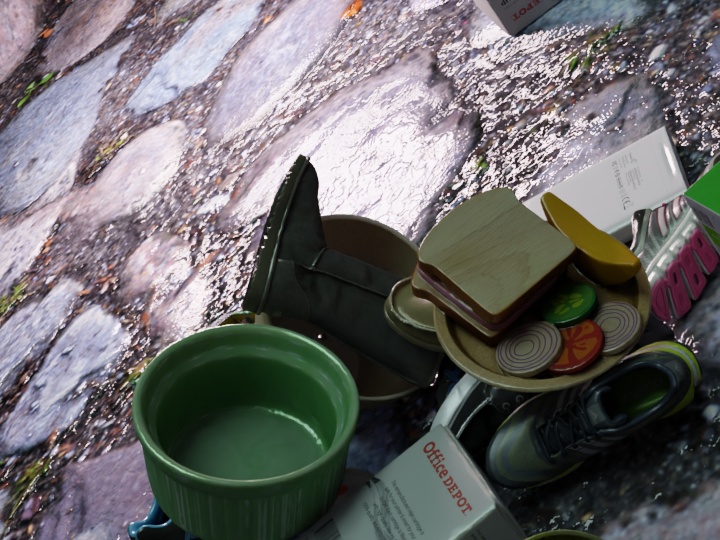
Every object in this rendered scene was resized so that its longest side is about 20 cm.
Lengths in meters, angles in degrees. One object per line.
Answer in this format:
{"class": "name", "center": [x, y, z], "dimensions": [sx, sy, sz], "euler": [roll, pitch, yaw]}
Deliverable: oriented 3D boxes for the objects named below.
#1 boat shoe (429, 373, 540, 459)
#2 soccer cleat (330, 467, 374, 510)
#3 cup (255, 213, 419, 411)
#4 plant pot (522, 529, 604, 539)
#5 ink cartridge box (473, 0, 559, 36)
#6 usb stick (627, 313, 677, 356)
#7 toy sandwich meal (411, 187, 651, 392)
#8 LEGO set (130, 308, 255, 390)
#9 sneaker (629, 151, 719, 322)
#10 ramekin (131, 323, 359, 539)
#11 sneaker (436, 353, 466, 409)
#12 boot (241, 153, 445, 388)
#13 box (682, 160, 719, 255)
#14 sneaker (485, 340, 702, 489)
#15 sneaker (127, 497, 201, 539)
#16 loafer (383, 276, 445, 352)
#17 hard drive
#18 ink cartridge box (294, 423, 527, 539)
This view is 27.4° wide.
{"class": "boat shoe", "center": [0.145, 0.111, 1.335], "dimensions": [0.200, 0.070, 0.066], "euler": [-42, 40, -18]}
{"class": "soccer cleat", "center": [-0.057, 0.212, 1.422], "dimensions": [0.199, 0.069, 0.078], "euler": [-20, 30, 36]}
{"class": "cup", "center": [-0.026, 0.065, 1.497], "dimensions": [0.201, 0.200, 0.143], "euler": [-61, 6, -35]}
{"class": "plant pot", "center": [0.090, 0.289, 1.050], "dimensions": [0.200, 0.187, 0.188], "euler": [-24, 28, 55]}
{"class": "ink cartridge box", "center": [0.185, -0.443, 1.934], "dimensions": [0.147, 0.200, 0.145], "euler": [-36, 30, 5]}
{"class": "usb stick", "center": [0.199, 0.016, 1.329], "dimensions": [0.055, 0.033, 0.200], "euler": [-23, 53, -35]}
{"class": "toy sandwich meal", "center": [0.145, 0.011, 1.240], "dimensions": [0.204, 0.070, 0.206], "euler": [-8, 48, 9]}
{"class": "LEGO set", "center": [-0.140, 0.129, 1.594], "dimensions": [0.153, 0.116, 0.200], "euler": [-12, 23, 44]}
{"class": "sneaker", "center": [0.297, -0.044, 1.361], "dimensions": [0.087, 0.074, 0.200], "euler": [18, 66, 50]}
{"class": "ramekin", "center": [-0.102, 0.149, 1.317], "dimensions": [0.199, 0.098, 0.201], "euler": [2, 40, -2]}
{"class": "sneaker", "center": [0.137, 0.061, 1.406], "dimensions": [0.076, 0.077, 0.201], "euler": [7, 70, 55]}
{"class": "boot", "center": [0.000, 0.000, 1.414], "dimensions": [0.073, 0.199, 0.183], "euler": [127, 159, -71]}
{"class": "box", "center": [0.361, 0.006, 1.106], "dimensions": [0.097, 0.177, 0.200], "euler": [-41, 28, -2]}
{"class": "sneaker", "center": [0.187, 0.119, 1.226], "dimensions": [0.199, 0.074, 0.081], "euler": [-34, -12, 13]}
{"class": "sneaker", "center": [-0.158, 0.221, 1.508], "dimensions": [0.073, 0.082, 0.200], "euler": [-8, 40, 47]}
{"class": "loafer", "center": [0.111, 0.034, 1.324], "dimensions": [0.199, 0.068, 0.076], "euler": [10, 50, 25]}
{"class": "hard drive", "center": [0.237, -0.060, 1.506], "dimensions": [0.199, 0.027, 0.132], "euler": [-29, 30, 18]}
{"class": "ink cartridge box", "center": [0.036, 0.245, 1.244], "dimensions": [0.200, 0.083, 0.147], "euler": [-39, 28, 3]}
